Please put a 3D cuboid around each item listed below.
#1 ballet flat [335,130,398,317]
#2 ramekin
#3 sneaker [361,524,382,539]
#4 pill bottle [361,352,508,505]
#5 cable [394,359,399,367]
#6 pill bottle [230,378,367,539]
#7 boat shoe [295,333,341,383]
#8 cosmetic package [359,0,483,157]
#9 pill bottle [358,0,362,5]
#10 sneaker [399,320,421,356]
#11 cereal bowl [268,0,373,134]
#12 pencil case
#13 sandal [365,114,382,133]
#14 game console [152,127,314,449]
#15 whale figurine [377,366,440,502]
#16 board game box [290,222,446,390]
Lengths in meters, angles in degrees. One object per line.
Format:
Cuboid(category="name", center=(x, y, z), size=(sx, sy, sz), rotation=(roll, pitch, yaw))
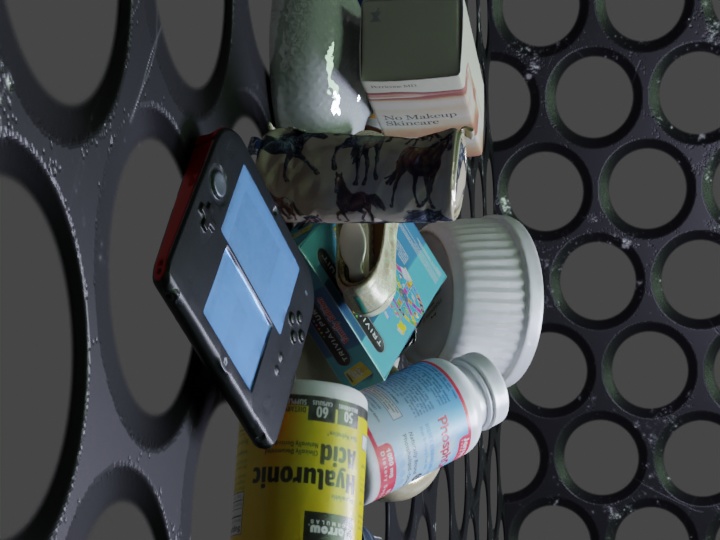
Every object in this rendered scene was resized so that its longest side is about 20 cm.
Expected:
Cuboid(category="ballet flat", center=(0.005, -0.056, 1.276), size=(0.062, 0.067, 0.202), rotation=(48, 33, -55))
Cuboid(category="ramekin", center=(0.116, 0.036, 1.590), size=(0.200, 0.104, 0.203), rotation=(-178, -90, -67))
Cuboid(category="sneaker", center=(-0.023, 0.227, 1.342), size=(0.146, 0.076, 0.205), rotation=(19, 80, -66))
Cuboid(category="pill bottle", center=(0.055, 0.158, 1.444), size=(0.198, 0.108, 0.110), rotation=(-22, 128, -30))
Cuboid(category="cable", center=(0.016, 0.165, 1.647), size=(0.097, 0.050, 0.203), rotation=(63, 27, -58))
Cuboid(category="pill bottle", center=(-0.052, 0.199, 1.147), size=(0.111, 0.110, 0.203), rotation=(58, 32, -69))
Cuboid(category="boat shoe", center=(-0.027, 0.052, 1.396), size=(0.063, 0.070, 0.203), rotation=(50, 34, -66))
Cuboid(category="cosmetic package", center=(0.065, -0.187, 1.377), size=(0.200, 0.102, 0.089), rotation=(56, 34, -69))
Cuboid(category="pill bottle", center=(0.038, -0.353, 1.648), size=(0.201, 0.110, 0.114), rotation=(68, 24, -61))
Cuboid(category="sneaker", center=(0.033, 0.059, 1.479), size=(0.076, 0.090, 0.201), rotation=(48, 48, -13))
Cuboid(category="cereal bowl", center=(-0.029, -0.200, 1.371), size=(0.200, 0.082, 0.203), rotation=(0, 90, -78))
Cuboid(category="pencil case", center=(0.002, -0.086, 1.211), size=(0.078, 0.197, 0.091), rotation=(10, 82, -74))
Cuboid(category="sandal", center=(-0.002, -0.183, 1.541), size=(0.208, 0.078, 0.060), rotation=(-91, 171, -49))
Cuboid(category="game console", center=(-0.091, 0.010, 1.073), size=(0.178, 0.031, 0.201), rotation=(-81, 153, -45))
Cuboid(category="whale figurine", center=(0.011, 0.159, 1.547), size=(0.158, 0.103, 0.202), rotation=(-27, 97, -40))
Cuboid(category="board game box", center=(0.000, 0.000, 1.347), size=(0.152, 0.047, 0.200), rotation=(57, 33, -14))
